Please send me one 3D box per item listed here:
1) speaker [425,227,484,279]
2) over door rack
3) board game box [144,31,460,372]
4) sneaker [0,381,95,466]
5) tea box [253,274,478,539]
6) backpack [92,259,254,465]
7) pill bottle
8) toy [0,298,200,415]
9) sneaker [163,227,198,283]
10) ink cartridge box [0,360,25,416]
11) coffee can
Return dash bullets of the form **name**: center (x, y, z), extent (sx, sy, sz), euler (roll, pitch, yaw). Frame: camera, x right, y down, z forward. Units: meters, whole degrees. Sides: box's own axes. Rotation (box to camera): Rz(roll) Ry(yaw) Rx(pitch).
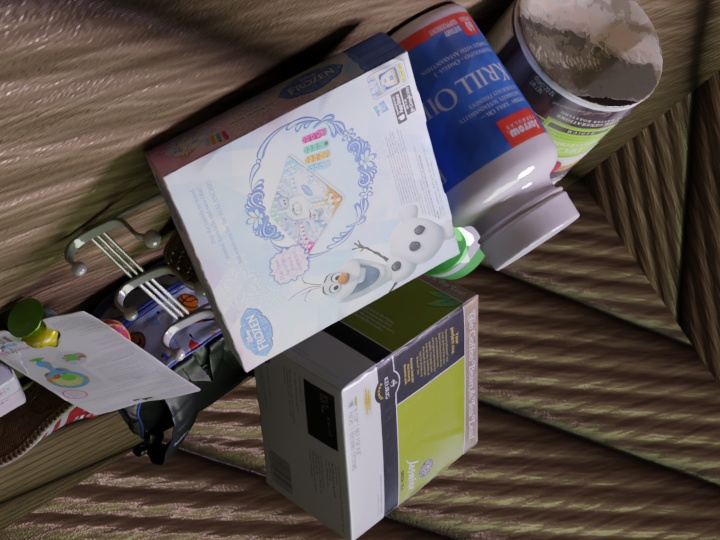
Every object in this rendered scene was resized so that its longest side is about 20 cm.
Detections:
- **speaker**: center (0.023, -0.065, 1.253), extent (0.088, 0.089, 0.200), euler (-36, 133, 27)
- **over door rack**: center (-0.107, -0.018, 1.140), extent (0.200, 0.067, 0.148), euler (-33, 135, 8)
- **board game box**: center (-0.036, -0.048, 1.098), extent (0.199, 0.043, 0.200), euler (-29, 131, -13)
- **sneaker**: center (-0.355, 0.157, 1.630), extent (0.200, 0.071, 0.112), euler (-36, 172, 0)
- **tea box**: center (0.009, 0.120, 1.464), extent (0.197, 0.134, 0.200), euler (-31, 134, -34)
- **backpack**: center (-0.178, 0.072, 1.464), extent (0.200, 0.154, 0.191), euler (-39, 173, -16)
- **pill bottle**: center (0.090, -0.105, 1.188), extent (0.112, 0.200, 0.112), euler (-33, 175, -3)
- **toy**: center (-0.240, 0.069, 1.297), extent (0.115, 0.047, 0.200), euler (-14, 154, 19)
- **sneaker**: center (-0.105, -0.053, 1.281), extent (0.090, 0.067, 0.200), euler (-39, 179, -31)
- **ink cartridge box**: center (-0.406, 0.145, 1.340), extent (0.200, 0.057, 0.163), euler (-37, 176, -15)
- **coffee can**: center (0.161, -0.161, 1.343), extent (0.146, 0.146, 0.200), euler (-30, 169, -34)
